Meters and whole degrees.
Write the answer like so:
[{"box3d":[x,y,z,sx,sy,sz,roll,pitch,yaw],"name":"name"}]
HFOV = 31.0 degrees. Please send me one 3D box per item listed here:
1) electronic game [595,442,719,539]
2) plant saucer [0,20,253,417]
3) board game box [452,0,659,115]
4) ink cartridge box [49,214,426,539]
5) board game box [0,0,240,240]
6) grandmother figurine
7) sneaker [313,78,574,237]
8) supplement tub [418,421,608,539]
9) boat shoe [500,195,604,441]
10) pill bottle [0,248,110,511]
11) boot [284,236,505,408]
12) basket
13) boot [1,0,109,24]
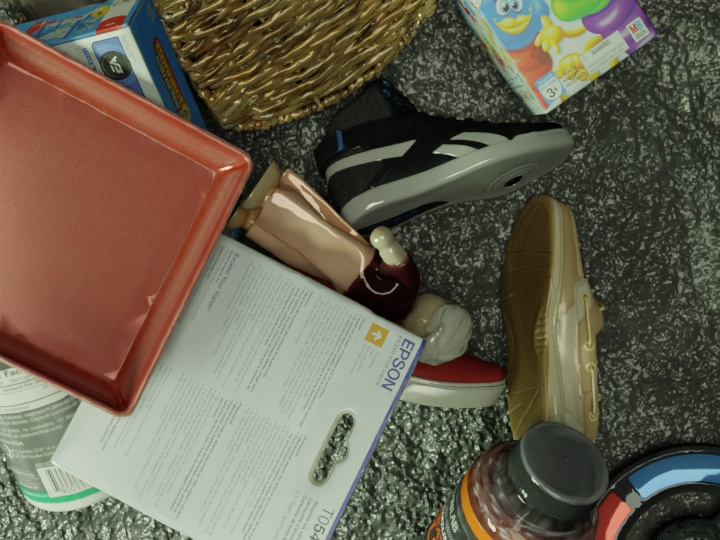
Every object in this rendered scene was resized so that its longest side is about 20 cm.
[{"box3d":[0.271,0.240,1.059,0.198,0.042,0.202,0,96,0],"name":"electronic game"},{"box3d":[-0.202,-0.033,0.874,0.199,0.037,0.201,27,81,-12],"name":"plant saucer"},{"box3d":[0.120,-0.229,0.981,0.103,0.105,0.201,-35,95,3],"name":"board game box"},{"box3d":[-0.084,0.092,0.913,0.199,0.043,0.197,27,81,3],"name":"ink cartridge box"},{"box3d":[-0.213,-0.085,0.957,0.194,0.056,0.201,-10,125,15],"name":"board game box"},{"box3d":[0.000,0.000,0.954,0.200,0.121,0.061,37,65,-9],"name":"grandmother figurine"},{"box3d":[0.060,-0.109,1.011,0.199,0.073,0.112,-18,69,-16],"name":"sneaker"},{"box3d":[0.110,0.200,0.981,0.106,0.107,0.201,26,130,-2],"name":"supplement tub"},{"box3d":[0.157,0.043,1.029,0.069,0.074,0.202,5,84,-27],"name":"boat shoe"},{"box3d":[-0.234,0.067,0.962,0.112,0.113,0.201,-17,114,2],"name":"pill bottle"},{"box3d":[0.029,0.023,1.026,0.199,0.072,0.145,15,94,2],"name":"boot"},{"box3d":[-0.055,-0.217,1.005,0.199,0.149,0.143,-31,127,3],"name":"basket"},{"box3d":[-0.254,-0.185,1.007,0.198,0.069,0.175,-3,107,13],"name":"boot"}]
